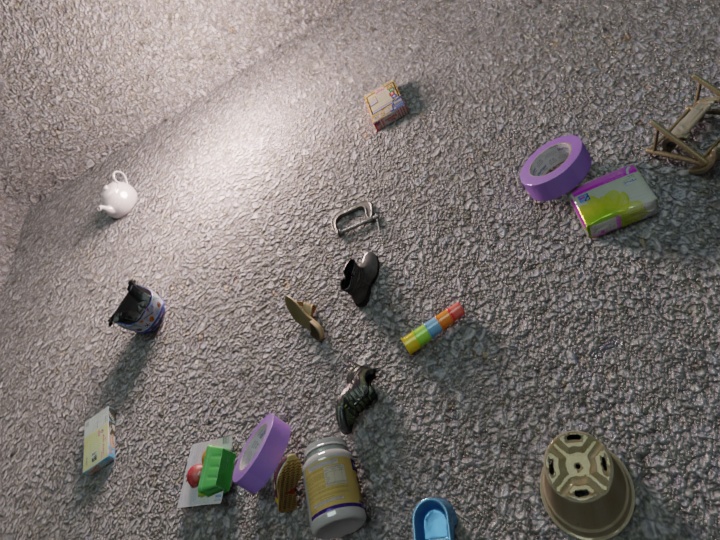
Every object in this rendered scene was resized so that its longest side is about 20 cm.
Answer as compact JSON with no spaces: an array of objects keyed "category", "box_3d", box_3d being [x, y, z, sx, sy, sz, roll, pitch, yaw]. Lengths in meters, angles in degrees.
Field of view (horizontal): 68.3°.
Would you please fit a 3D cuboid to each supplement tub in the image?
[{"category":"supplement tub","box_3d":[-0.072,0.550,1.348,0.142,0.146,0.204,-26,48,11]}]

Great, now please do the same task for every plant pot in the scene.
[{"category":"plant pot","box_3d":[0.457,0.428,1.094,0.194,0.185,0.207,-15,51,19]}]

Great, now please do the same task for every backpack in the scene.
[{"category":"backpack","box_3d":[-0.863,0.160,2.089,0.186,0.153,0.206,7,67,42]}]

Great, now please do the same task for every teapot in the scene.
[{"category":"teapot","box_3d":[-1.245,-0.382,2.701,0.197,0.147,0.199,-44,47,-6]}]

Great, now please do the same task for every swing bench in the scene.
[{"category":"swing bench","box_3d":[0.924,-0.386,1.436,0.198,0.131,0.200,-43,53,-5]}]

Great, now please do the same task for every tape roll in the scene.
[{"category":"tape roll","box_3d":[-0.276,0.508,1.482,0.202,0.065,0.201,-52,13,16]},{"category":"tape roll","box_3d":[0.574,-0.303,1.569,0.197,0.066,0.203,-36,27,21]}]

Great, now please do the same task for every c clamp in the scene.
[{"category":"c clamp","box_3d":[-0.021,-0.178,1.912,0.193,0.027,0.176,-17,51,19]}]

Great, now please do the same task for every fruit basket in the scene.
[{"category":"fruit basket","box_3d":[-0.461,0.608,1.594,0.196,0.093,0.191,-25,46,34]}]

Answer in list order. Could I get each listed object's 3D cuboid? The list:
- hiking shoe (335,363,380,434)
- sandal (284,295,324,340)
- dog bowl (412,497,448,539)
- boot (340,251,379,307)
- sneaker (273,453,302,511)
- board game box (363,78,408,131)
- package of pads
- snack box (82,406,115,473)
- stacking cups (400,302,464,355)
[{"category":"hiking shoe","box_3d":[-0.004,0.359,1.490,0.097,0.076,0.206,-4,56,32]},{"category":"sandal","box_3d":[-0.168,0.147,1.759,0.068,0.080,0.211,-23,47,-31]},{"category":"dog bowl","box_3d":[0.171,0.624,1.216,0.108,0.050,0.206,-17,51,19]},{"category":"boot","box_3d":[0.000,0.000,1.702,0.067,0.132,0.206,-5,55,26]},{"category":"sneaker","box_3d":[-0.202,0.544,1.408,0.072,0.207,0.091,-2,31,-24]},{"category":"board game box","box_3d":[0.103,-0.684,2.183,0.147,0.047,0.205,-26,49,13]},{"category":"package of pads","box_3d":[0.696,-0.190,1.468,0.194,0.069,0.159,-23,49,16]},{"category":"snack box","box_3d":[-0.929,0.603,1.890,0.114,0.037,0.203,-32,48,8]},{"category":"stacking cups","box_3d":[0.211,0.166,1.519,0.196,0.061,0.061,-32,47,0]}]
